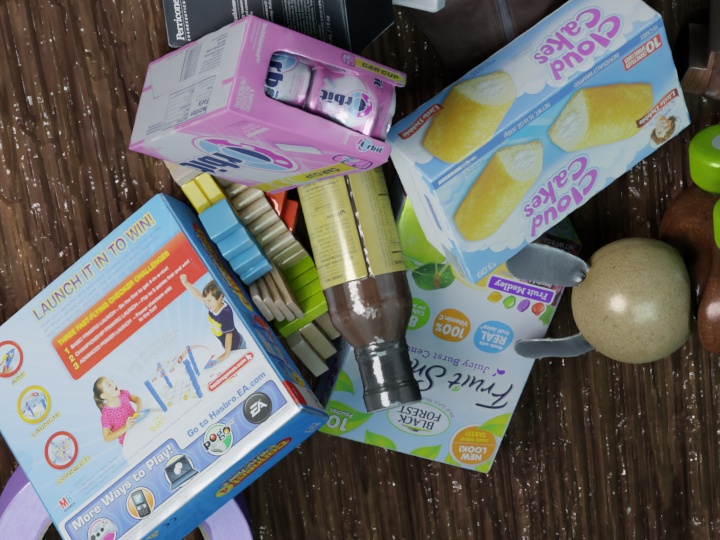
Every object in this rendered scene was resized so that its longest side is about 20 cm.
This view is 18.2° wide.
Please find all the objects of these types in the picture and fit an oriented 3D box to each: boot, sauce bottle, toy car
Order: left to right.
[{"bbox_3d":[0.000,0.000,1.589,0.064,0.065,0.201,-12,85,-2],"label":"sauce bottle"},{"bbox_3d":[0.121,-0.219,1.556,0.199,0.072,0.167,-25,125,6],"label":"boot"},{"bbox_3d":[0.205,0.009,1.625,0.199,0.158,0.165,-10,126,1],"label":"toy car"},{"bbox_3d":[0.336,-0.159,1.567,0.199,0.186,0.064,8,75,-8],"label":"boot"}]

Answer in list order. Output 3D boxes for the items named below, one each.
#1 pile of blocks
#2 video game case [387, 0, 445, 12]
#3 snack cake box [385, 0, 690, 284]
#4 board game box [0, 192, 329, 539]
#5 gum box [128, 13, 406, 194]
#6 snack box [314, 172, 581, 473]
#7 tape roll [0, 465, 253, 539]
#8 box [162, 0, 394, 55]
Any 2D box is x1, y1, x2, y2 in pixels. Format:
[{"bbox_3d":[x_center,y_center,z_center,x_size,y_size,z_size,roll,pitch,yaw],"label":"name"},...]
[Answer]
[{"bbox_3d":[-0.061,-0.017,1.611,0.062,0.082,0.200,-33,116,5],"label":"pile of blocks"},{"bbox_3d":[-0.003,-0.281,1.486,0.143,0.018,0.201,15,118,22],"label":"video game case"},{"bbox_3d":[0.124,-0.097,1.559,0.200,0.067,0.115,-36,137,-9],"label":"snack cake box"},{"bbox_3d":[-0.155,0.084,1.592,0.200,0.196,0.056,-39,158,11],"label":"board game box"},{"bbox_3d":[-0.063,-0.106,1.483,0.113,0.200,0.066,17,79,-23],"label":"gum box"},{"bbox_3d":[0.062,0.040,1.672,0.142,0.053,0.201,16,111,-14],"label":"snack box"},{"bbox_3d":[-0.179,0.215,1.699,0.199,0.066,0.201,-2,106,-7],"label":"tape roll"},{"bbox_3d":[-0.063,-0.246,1.468,0.141,0.079,0.201,7,119,23],"label":"box"}]
